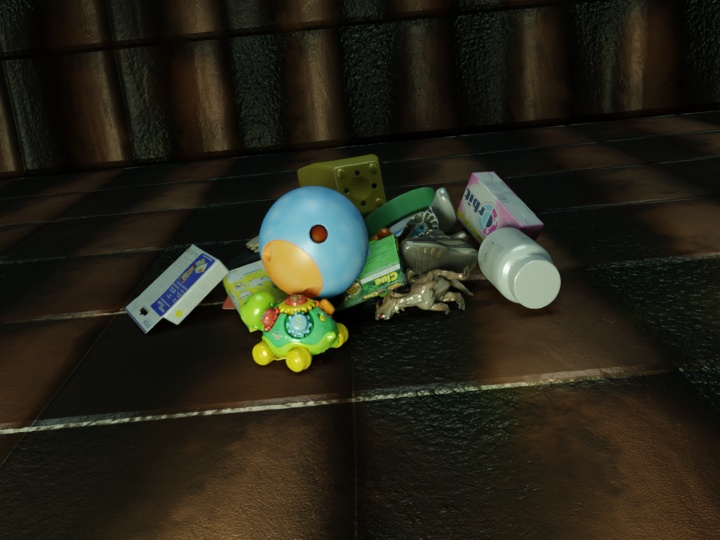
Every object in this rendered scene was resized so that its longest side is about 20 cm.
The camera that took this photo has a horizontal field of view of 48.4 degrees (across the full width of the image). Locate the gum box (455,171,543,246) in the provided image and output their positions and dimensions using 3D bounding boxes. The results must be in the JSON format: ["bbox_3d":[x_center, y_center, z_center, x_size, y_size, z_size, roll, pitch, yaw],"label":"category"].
[{"bbox_3d":[0.289,-0.112,1.709,0.065,0.115,0.201,-6,44,-31],"label":"gum box"}]

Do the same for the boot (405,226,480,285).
[{"bbox_3d":[0.189,-0.027,1.714,0.172,0.067,0.200,-15,14,13],"label":"boot"}]

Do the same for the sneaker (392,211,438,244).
[{"bbox_3d":[0.093,-0.052,1.731,0.198,0.079,0.090,-32,-6,17],"label":"sneaker"}]

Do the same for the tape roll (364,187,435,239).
[{"bbox_3d":[0.095,-0.122,1.883,0.198,0.049,0.201,-27,-12,-6],"label":"tape roll"}]

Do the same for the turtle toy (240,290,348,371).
[{"bbox_3d":[-0.122,0.091,1.361,0.197,0.103,0.145,6,21,33],"label":"turtle toy"}]

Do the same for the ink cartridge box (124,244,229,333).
[{"bbox_3d":[-0.376,0.043,1.631,0.200,0.047,0.197,-48,29,-11],"label":"ink cartridge box"}]

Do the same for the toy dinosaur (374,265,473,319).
[{"bbox_3d":[0.124,0.033,1.513,0.198,0.088,0.134,-13,11,-42],"label":"toy dinosaur"}]

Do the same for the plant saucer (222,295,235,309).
[{"bbox_3d":[-0.173,0.028,1.693,0.195,0.037,0.200,-1,18,11],"label":"plant saucer"}]

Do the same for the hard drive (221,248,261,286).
[{"bbox_3d":[-0.209,-0.040,1.751,0.197,0.033,0.140,-28,11,10],"label":"hard drive"}]

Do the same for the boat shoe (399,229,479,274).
[{"bbox_3d":[0.146,-0.037,1.580,0.197,0.075,0.074,9,36,-39],"label":"boat shoe"}]

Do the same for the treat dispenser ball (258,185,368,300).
[{"bbox_3d":[-0.084,-0.048,1.432,0.196,0.205,0.201,-5,17,2],"label":"treat dispenser ball"}]

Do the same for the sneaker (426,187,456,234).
[{"bbox_3d":[0.172,-0.111,1.811,0.079,0.202,0.072,-13,59,-5],"label":"sneaker"}]

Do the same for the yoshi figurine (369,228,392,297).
[{"bbox_3d":[0.010,0.001,1.593,0.111,0.113,0.199,31,53,28],"label":"yoshi figurine"}]

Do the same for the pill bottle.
[{"bbox_3d":[0.300,-0.003,1.506,0.112,0.117,0.200,-7,17,-6],"label":"pill bottle"}]

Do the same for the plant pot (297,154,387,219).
[{"bbox_3d":[-0.027,-0.185,1.956,0.190,0.200,0.200,-11,-2,-18],"label":"plant pot"}]

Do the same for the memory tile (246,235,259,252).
[{"bbox_3d":[-0.158,-0.098,1.751,0.198,0.017,0.153,-32,11,-12],"label":"memory tile"}]

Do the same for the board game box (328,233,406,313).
[{"bbox_3d":[-0.013,0.014,1.499,0.197,0.023,0.106,-22,52,18],"label":"board game box"}]

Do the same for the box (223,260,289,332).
[{"bbox_3d":[-0.186,0.048,1.550,0.115,0.049,0.200,-19,30,-16],"label":"box"}]
